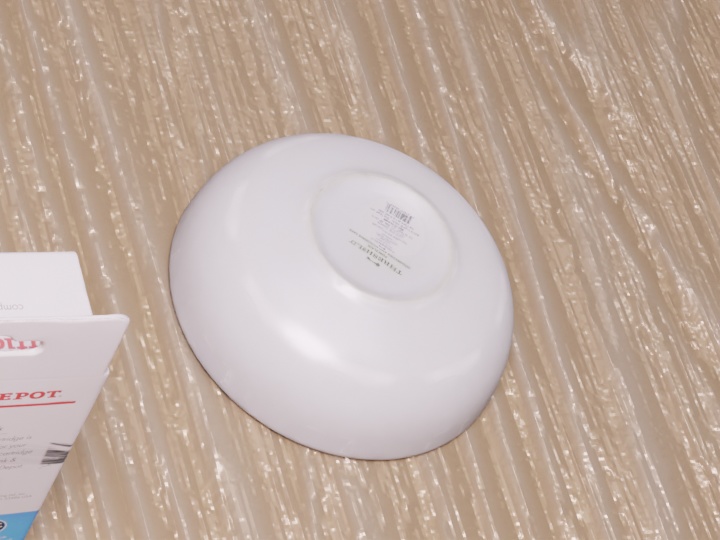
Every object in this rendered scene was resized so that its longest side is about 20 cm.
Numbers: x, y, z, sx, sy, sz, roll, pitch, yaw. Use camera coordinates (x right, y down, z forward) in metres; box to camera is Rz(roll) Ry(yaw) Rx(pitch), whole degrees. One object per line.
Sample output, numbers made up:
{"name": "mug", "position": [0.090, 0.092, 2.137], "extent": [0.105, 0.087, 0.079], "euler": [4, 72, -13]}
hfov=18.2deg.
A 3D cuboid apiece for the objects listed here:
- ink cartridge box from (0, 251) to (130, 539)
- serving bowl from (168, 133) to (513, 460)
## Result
{"name": "ink cartridge box", "position": [-0.186, 0.052, 0.995], "extent": [0.115, 0.200, 0.067], "euler": [-1, 55, -27]}
{"name": "serving bowl", "position": [0.000, 0.000, 1.219], "extent": [0.199, 0.066, 0.201], "euler": [14, 50, -18]}
